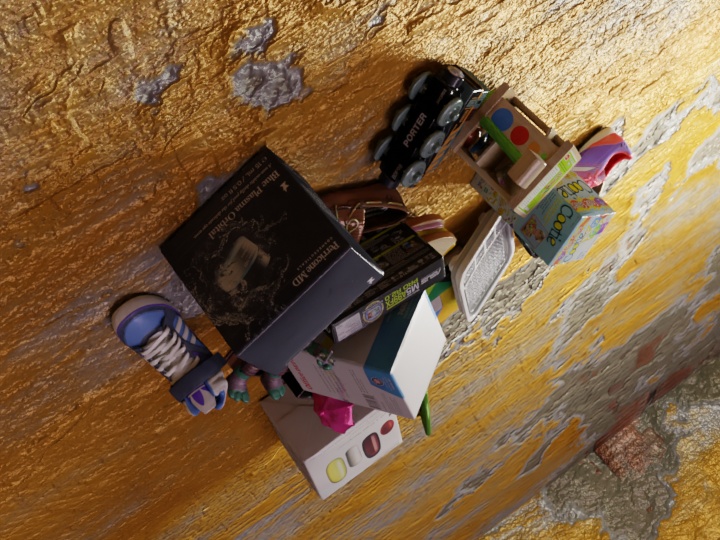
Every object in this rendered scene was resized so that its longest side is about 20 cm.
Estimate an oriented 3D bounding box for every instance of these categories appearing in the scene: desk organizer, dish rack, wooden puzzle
[{"bbox_3d":[-0.121,0.155,1.715,0.072,0.077,0.199,-49,151,15],"label":"desk organizer"},{"bbox_3d":[0.211,-0.016,1.882,0.172,0.043,0.200,-56,156,-17],"label":"dish rack"},{"bbox_3d":[0.125,0.060,1.928,0.184,0.037,0.200,-37,152,-9],"label":"wooden puzzle"}]

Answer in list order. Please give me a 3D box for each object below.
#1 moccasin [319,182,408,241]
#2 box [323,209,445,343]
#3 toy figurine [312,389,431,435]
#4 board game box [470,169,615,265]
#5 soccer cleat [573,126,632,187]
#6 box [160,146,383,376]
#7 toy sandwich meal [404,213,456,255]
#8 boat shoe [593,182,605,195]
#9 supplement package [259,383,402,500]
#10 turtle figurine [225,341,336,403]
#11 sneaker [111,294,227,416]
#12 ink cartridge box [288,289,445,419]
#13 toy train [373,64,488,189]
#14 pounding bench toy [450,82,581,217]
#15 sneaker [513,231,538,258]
[{"bbox_3d":[-0.016,-0.070,1.523,0.200,0.078,0.074,-14,143,-40],"label":"moccasin"},{"bbox_3d":[0.000,0.000,1.552,0.199,0.160,0.045,-31,138,-19],"label":"box"},{"bbox_3d":[0.012,0.197,1.725,0.182,0.152,0.200,-8,-171,0],"label":"toy figurine"},{"bbox_3d":[0.292,-0.117,1.708,0.102,0.200,0.105,-9,140,-44],"label":"board game box"},{"bbox_3d":[0.393,-0.169,1.895,0.200,0.073,0.068,-40,153,1],"label":"soccer cleat"},{"bbox_3d":[-0.114,-0.011,1.356,0.197,0.200,0.117,-43,152,4],"label":"box"},{"bbox_3d":[0.075,-0.009,1.731,0.204,0.070,0.206,-30,150,-19],"label":"toy sandwich meal"},{"bbox_3d":[0.397,-0.113,1.997,0.065,0.073,0.201,-22,152,-51],"label":"boat shoe"},{"bbox_3d":[-0.047,0.270,1.897,0.190,0.147,0.201,-34,151,-11],"label":"supplement package"},{"bbox_3d":[-0.109,0.105,1.491,0.148,0.101,0.200,14,132,-26],"label":"turtle figurine"},{"bbox_3d":[-0.245,0.124,1.442,0.080,0.147,0.200,-40,153,-1],"label":"sneaker"},{"bbox_3d":[0.001,0.108,1.605,0.147,0.198,0.147,-65,151,-26],"label":"ink cartridge box"},{"bbox_3d":[0.098,-0.199,1.484,0.114,0.085,0.201,-18,146,-53],"label":"toy train"},{"bbox_3d":[0.212,-0.183,1.531,0.124,0.156,0.200,-47,167,10],"label":"pounding bench toy"},{"bbox_3d":[0.314,-0.110,1.842,0.074,0.080,0.201,-2,135,-3],"label":"sneaker"}]
